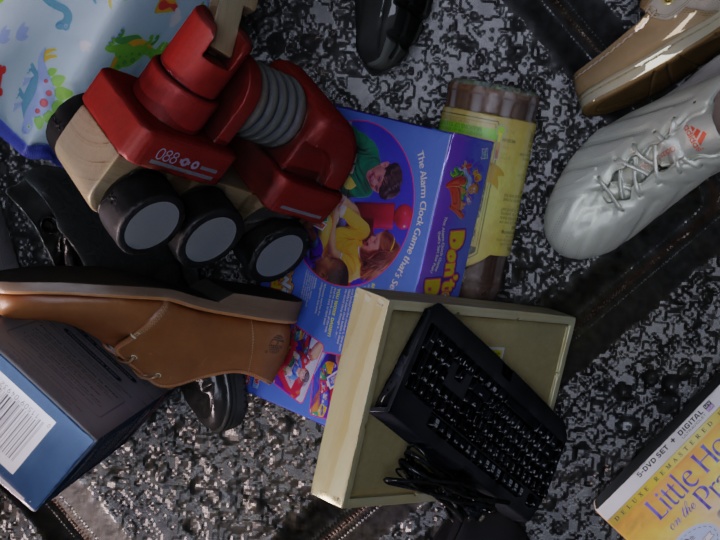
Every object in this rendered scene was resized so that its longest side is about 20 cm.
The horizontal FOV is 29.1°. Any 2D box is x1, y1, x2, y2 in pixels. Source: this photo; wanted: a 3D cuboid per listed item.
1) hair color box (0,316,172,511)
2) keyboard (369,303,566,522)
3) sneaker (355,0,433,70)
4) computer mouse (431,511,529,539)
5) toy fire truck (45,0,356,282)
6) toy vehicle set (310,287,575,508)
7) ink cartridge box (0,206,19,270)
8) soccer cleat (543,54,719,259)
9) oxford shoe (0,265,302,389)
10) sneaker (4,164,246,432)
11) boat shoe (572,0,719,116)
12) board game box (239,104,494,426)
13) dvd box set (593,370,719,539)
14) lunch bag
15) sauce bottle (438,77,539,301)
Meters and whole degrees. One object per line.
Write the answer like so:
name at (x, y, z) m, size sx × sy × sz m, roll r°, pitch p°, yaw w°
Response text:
hair color box at (-0.192, 0.077, 0.882) m, size 0.100 × 0.200 × 0.061 m, roll 42°, pitch 98°, yaw 1°
keyboard at (0.078, 0.108, 0.851) m, size 0.039 × 0.200 × 0.105 m, roll 17°, pitch 74°, yaw 41°
sneaker at (0.011, -0.231, 0.906) m, size 0.079 × 0.075 × 0.202 m, roll 6°, pitch 88°, yaw 17°
computer mouse at (0.078, 0.273, 0.948) m, size 0.140 × 0.046 × 0.201 m, roll 31°, pitch 98°, yaw 4°
toy fire truck at (-0.071, -0.116, 0.828) m, size 0.200 × 0.175 × 0.129 m, roll -51°, pitch 56°, yaw 19°
toy vehicle set at (0.057, 0.081, 0.868) m, size 0.026 × 0.199 × 0.125 m, roll 18°, pitch 97°, yaw 40°
ink cartridge box at (-0.285, -0.034, 0.882) m, size 0.050 × 0.200 × 0.110 m, roll -17°, pitch 93°, yaw 7°
soccer cleat at (0.199, -0.078, 0.883) m, size 0.200 × 0.078 × 0.069 m, roll -40°, pitch 103°, yaw 8°
oxford shoe at (-0.134, 0.037, 0.857) m, size 0.198 × 0.071 × 0.072 m, roll 10°, pitch 97°, yaw -21°
sneaker at (-0.153, 0.022, 0.920) m, size 0.060 × 0.104 × 0.201 m, roll -25°, pitch 83°, yaw 52°
boat shoe at (0.214, -0.175, 0.886) m, size 0.199 × 0.074 × 0.069 m, roll -34°, pitch 79°, yaw 7°
board game box at (0.000, 0.000, 0.898) m, size 0.134 × 0.045 × 0.202 m, roll 19°, pitch 99°, yaw 40°
dvd box set at (0.277, 0.174, 0.926) m, size 0.200 × 0.029 × 0.146 m, roll 44°, pitch 98°, yaw 0°
lunch bag at (-0.191, -0.175, 0.901) m, size 0.200 × 0.127 × 0.171 m, roll 38°, pitch 99°, yaw 31°
sauce bottle at (0.070, -0.023, 0.913) m, size 0.064 × 0.065 × 0.202 m, roll 10°, pitch 95°, yaw 5°
